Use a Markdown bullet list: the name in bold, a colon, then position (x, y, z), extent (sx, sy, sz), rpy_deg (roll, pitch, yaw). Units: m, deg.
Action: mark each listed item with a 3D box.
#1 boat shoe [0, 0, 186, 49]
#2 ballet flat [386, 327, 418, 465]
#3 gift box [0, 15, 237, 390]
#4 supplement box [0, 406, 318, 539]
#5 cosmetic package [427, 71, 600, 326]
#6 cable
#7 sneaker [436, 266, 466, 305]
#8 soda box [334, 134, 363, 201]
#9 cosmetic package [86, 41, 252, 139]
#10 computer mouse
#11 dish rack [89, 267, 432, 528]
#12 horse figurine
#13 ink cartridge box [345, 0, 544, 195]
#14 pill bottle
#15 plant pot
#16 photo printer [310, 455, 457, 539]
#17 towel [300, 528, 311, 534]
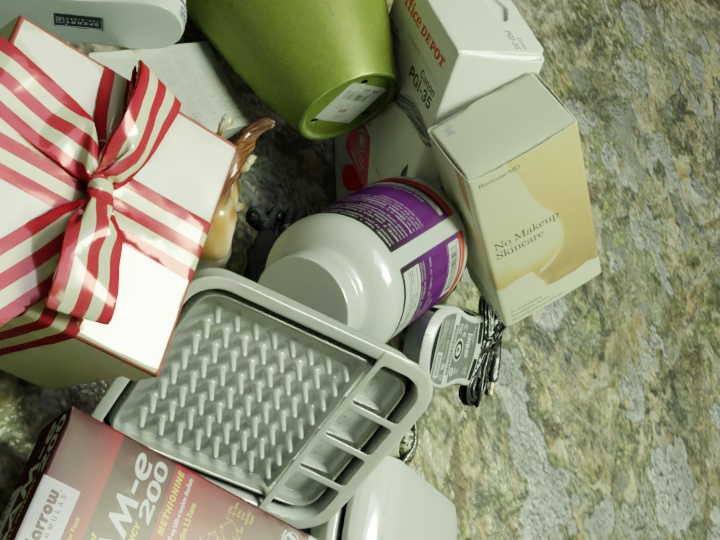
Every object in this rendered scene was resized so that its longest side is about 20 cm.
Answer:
- **boat shoe**: position (-0.226, -0.214, 0.933), extent (0.198, 0.072, 0.066), rpy_deg (4, 61, -7)
- **ballet flat**: position (0.017, 0.082, 1.094), extent (0.072, 0.072, 0.202), rpy_deg (-16, 101, -54)
- **gift box**: position (-0.209, -0.032, 0.786), extent (0.199, 0.186, 0.186), rpy_deg (25, 67, -33)
- **supplement box**: position (-0.133, 0.187, 0.831), extent (0.199, 0.061, 0.109), rpy_deg (32, 52, -20)
- **cosmetic package**: position (0.131, -0.054, 1.052), extent (0.071, 0.105, 0.200), rpy_deg (56, -6, 38)
- **cable**: position (-0.058, 0.047, 1.062), extent (0.163, 0.050, 0.202), rpy_deg (26, 55, -76)
- **sneaker**: position (0.030, 0.036, 1.156), extent (0.088, 0.077, 0.202), rpy_deg (22, 77, -40)
- **soda box**: position (0.018, -0.114, 1.255), extent (0.068, 0.063, 0.201), rpy_deg (24, 55, -44)
- **cosmetic package**: position (-0.161, -0.130, 1.006), extent (0.083, 0.050, 0.200), rpy_deg (59, 22, -1)
- **computer mouse**: position (0.079, 0.063, 1.115), extent (0.200, 0.044, 0.111), rpy_deg (15, 89, -64)
- **dish rack**: position (-0.069, 0.085, 0.873), extent (0.199, 0.172, 0.044), rpy_deg (26, 28, -25)
- **horse figurine**: position (-0.113, -0.030, 0.980), extent (0.050, 0.201, 0.133), rpy_deg (17, 47, -3)
- **ink cartridge box**: position (0.066, -0.143, 1.097), extent (0.082, 0.201, 0.147), rpy_deg (0, 42, -22)
- **pill bottle**: position (0.000, 0.000, 0.978), extent (0.200, 0.112, 0.113), rpy_deg (-31, 97, -60)
- **plant pot**: position (-0.052, -0.219, 1.079), extent (0.186, 0.187, 0.201), rpy_deg (0, 58, -52)
- **photo printer**: position (0.017, 0.237, 1.003), extent (0.200, 0.069, 0.168), rpy_deg (49, 44, -58)
- **towel**: position (-0.085, 0.231, 0.923), extent (0.147, 0.022, 0.201), rpy_deg (42, 45, -33)
